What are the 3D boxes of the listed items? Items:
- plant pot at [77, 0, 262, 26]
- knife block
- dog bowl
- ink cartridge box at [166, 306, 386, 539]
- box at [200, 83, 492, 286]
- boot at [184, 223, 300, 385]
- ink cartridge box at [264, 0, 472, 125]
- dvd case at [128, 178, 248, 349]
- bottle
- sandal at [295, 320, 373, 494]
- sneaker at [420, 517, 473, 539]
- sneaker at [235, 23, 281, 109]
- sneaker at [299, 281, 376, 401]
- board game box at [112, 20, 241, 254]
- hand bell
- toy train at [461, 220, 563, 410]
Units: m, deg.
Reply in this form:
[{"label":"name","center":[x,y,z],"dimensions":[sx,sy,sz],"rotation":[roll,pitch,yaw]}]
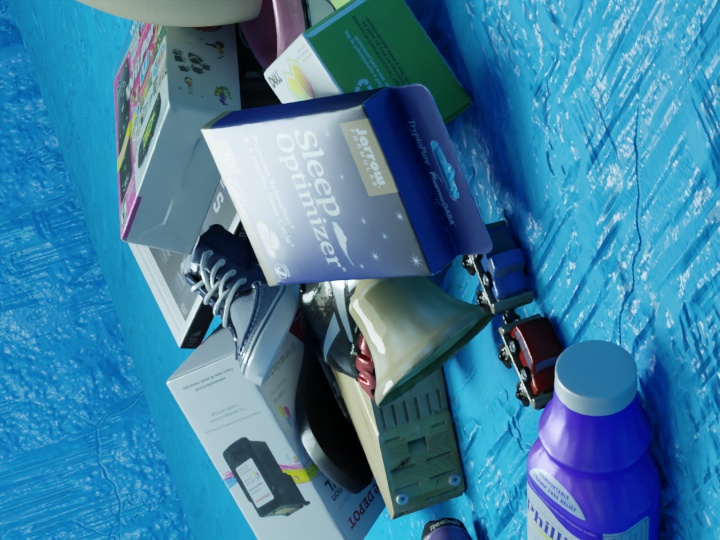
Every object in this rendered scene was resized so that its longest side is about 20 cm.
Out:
[{"label":"plant pot","center":[-0.166,-0.265,1.604],"dimensions":[0.200,0.133,0.202],"rotation":[163,90,-78]},{"label":"knife block","center":[0.013,0.076,1.771],"dimensions":[0.176,0.064,0.201],"rotation":[-134,30,-65]},{"label":"dog bowl","center":[-0.055,-0.235,1.633],"dimensions":[0.200,0.073,0.202],"rotation":[162,90,-77]},{"label":"ink cartridge box","center":[-0.057,0.134,1.853],"dimensions":[0.201,0.082,0.146],"rotation":[60,-150,-12]},{"label":"box","center":[-0.012,-0.053,1.415],"dimensions":[0.199,0.032,0.122],"rotation":[-5,114,47]},{"label":"boot","center":[-0.097,0.024,1.688],"dimensions":[0.200,0.090,0.073],"rotation":[-82,17,-74]},{"label":"ink cartridge box","center":[-0.025,-0.163,1.471],"dimensions":[0.201,0.076,0.148],"rotation":[55,167,-3]},{"label":"dvd case","center":[-0.136,-0.057,1.853],"dimensions":[0.151,0.025,0.201],"rotation":[60,136,38]},{"label":"bottle","center":[0.137,0.128,1.289],"dimensions":[0.083,0.065,0.201],"rotation":[39,148,36]},{"label":"sandal","center":[-0.015,0.088,1.816],"dimensions":[0.043,0.076,0.201],"rotation":[-32,48,36]},{"label":"sneaker","center":[0.077,0.279,1.788],"dimensions":[0.201,0.075,0.088],"rotation":[93,171,-47]},{"label":"sneaker","center":[-0.053,-0.137,1.726],"dimensions":[0.200,0.070,0.076],"rotation":[51,146,22]},{"label":"sneaker","center":[0.000,0.000,1.610],"dimensions":[0.097,0.071,0.202],"rotation":[23,129,26]},{"label":"board game box","center":[-0.145,-0.137,1.721],"dimensions":[0.201,0.064,0.148],"rotation":[-97,25,-45]},{"label":"hand bell","center":[-0.008,-0.016,1.516],"dimensions":[0.200,0.104,0.104],"rotation":[52,163,10]},{"label":"toy train","center":[0.110,0.054,1.395],"dimensions":[0.046,0.034,0.201],"rotation":[113,138,-66]}]
